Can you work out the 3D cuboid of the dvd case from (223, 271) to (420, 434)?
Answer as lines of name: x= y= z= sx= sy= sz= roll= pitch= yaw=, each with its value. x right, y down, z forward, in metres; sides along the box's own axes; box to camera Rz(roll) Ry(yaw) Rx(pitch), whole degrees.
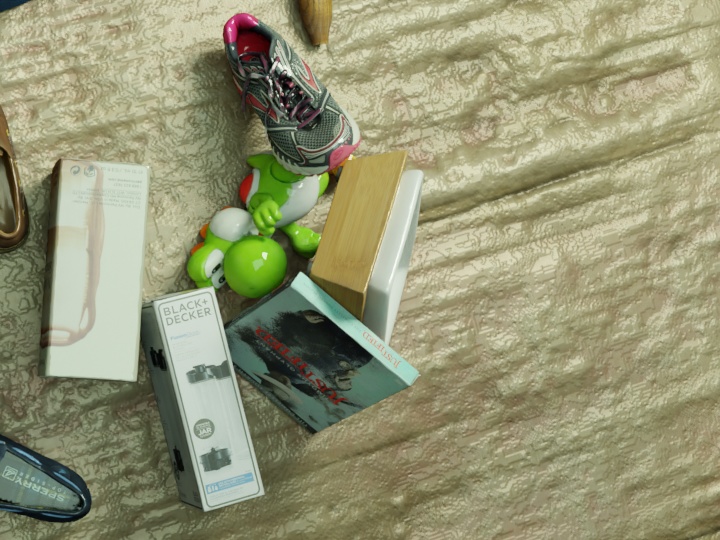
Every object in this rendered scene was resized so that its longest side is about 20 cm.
dvd case: x=-0.049 y=0.082 z=1.616 sx=0.146 sy=0.200 sz=0.022 roll=41 pitch=59 yaw=-11

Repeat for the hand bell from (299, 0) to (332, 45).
hand bell: x=-0.050 y=-0.324 z=1.709 sx=0.104 sy=0.104 sz=0.200 roll=-12 pitch=103 yaw=-17

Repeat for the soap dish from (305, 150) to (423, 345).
soap dish: x=0.000 y=0.000 z=1.623 sx=0.081 sy=0.200 sz=0.158 roll=14 pitch=60 yaw=4

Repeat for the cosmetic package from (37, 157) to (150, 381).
cosmetic package: x=-0.248 y=0.002 z=1.608 sx=0.087 sy=0.103 sz=0.200 roll=4 pitch=84 yaw=-15

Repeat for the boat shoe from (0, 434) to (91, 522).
boat shoe: x=-0.338 y=0.177 z=1.587 sx=0.200 sy=0.069 sz=0.084 roll=15 pitch=82 yaw=-16

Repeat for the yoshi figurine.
yoshi figurine: x=-0.075 y=-0.047 z=1.664 sx=0.112 sy=0.112 sz=0.200 roll=45 pitch=79 yaw=-17

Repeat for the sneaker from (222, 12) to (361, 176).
sneaker: x=-0.074 y=-0.163 z=1.630 sx=0.081 sy=0.075 sz=0.200 roll=-37 pitch=55 yaw=-7

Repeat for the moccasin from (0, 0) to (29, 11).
moccasin: x=-0.335 y=-0.284 z=1.621 sx=0.200 sy=0.080 sz=0.068 roll=-24 pitch=89 yaw=-31

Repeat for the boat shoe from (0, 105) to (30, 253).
boat shoe: x=-0.352 y=-0.114 z=1.600 sx=0.072 sy=0.068 sz=0.200 roll=-20 pitch=93 yaw=-17

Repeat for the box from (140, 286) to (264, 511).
box: x=-0.154 y=0.118 z=1.623 sx=0.060 sy=0.117 sz=0.200 roll=-15 pitch=90 yaw=-17
